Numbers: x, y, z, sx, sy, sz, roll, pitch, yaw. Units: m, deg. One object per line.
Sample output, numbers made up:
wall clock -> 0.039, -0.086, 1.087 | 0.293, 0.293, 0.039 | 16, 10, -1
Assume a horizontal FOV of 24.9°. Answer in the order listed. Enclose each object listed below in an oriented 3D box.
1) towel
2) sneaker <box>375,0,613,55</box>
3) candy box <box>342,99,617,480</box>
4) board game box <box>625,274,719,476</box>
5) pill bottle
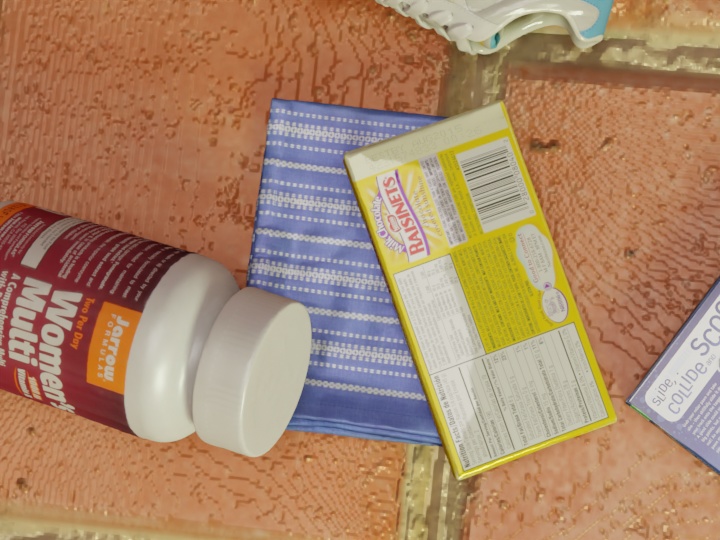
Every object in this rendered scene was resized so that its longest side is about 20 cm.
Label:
towel -> 0.000, 0.000, 0.982 | 0.144, 0.024, 0.202 | 7, 85, 8
sneaker -> 0.052, -0.173, 0.967 | 0.198, 0.076, 0.082 | 2, 86, 10
candy box -> 0.069, 0.011, 0.955 | 0.101, 0.026, 0.201 | -19, 85, -3
board game box -> 0.264, 0.037, 0.933 | 0.135, 0.034, 0.200 | 38, 90, 11
pill bottle -> -0.136, 0.035, 0.940 | 0.199, 0.110, 0.110 | 16, 86, 19
